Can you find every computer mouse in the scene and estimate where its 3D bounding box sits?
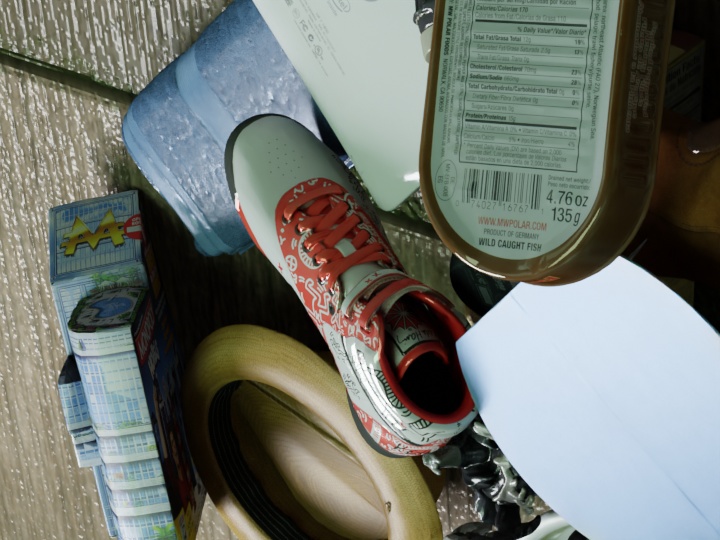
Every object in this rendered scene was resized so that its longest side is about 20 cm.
[{"bbox_3d":[0.127,0.018,1.319,0.200,0.034,0.059,18,147,35],"label":"computer mouse"}]

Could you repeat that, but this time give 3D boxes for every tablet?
[{"bbox_3d":[-0.004,-0.141,1.366,0.130,0.014,0.200,-40,79,46],"label":"tablet"}]

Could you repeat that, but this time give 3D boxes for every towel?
[{"bbox_3d":[-0.055,-0.089,1.498,0.112,0.049,0.200,54,140,0],"label":"towel"}]

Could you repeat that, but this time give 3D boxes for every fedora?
[{"bbox_3d":[-0.014,0.106,1.570,0.200,0.082,0.201,24,131,31],"label":"fedora"}]

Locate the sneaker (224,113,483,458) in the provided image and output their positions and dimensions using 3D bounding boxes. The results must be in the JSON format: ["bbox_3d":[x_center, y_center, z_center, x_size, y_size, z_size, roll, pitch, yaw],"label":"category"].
[{"bbox_3d":[0.001,0.000,1.384,0.202,0.067,0.108,64,163,2],"label":"sneaker"}]

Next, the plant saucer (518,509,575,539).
[{"bbox_3d":[0.170,0.208,1.493,0.200,0.050,0.201,24,131,30],"label":"plant saucer"}]

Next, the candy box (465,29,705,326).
[{"bbox_3d":[0.112,-0.038,1.369,0.115,0.055,0.200,22,131,33],"label":"candy box"}]

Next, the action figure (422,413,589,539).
[{"bbox_3d":[0.089,0.113,1.414,0.200,0.102,0.119,25,113,45],"label":"action figure"}]

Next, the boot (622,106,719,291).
[{"bbox_3d":[0.159,-0.070,1.222,0.200,0.068,0.189,25,136,51],"label":"boot"}]

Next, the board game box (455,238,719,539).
[{"bbox_3d":[0.135,0.060,1.278,0.158,0.039,0.200,49,148,4],"label":"board game box"}]

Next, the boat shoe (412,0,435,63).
[{"bbox_3d":[0.110,-0.159,1.256,0.200,0.073,0.063,-22,71,26],"label":"boat shoe"}]

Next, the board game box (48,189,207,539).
[{"bbox_3d":[-0.145,0.062,1.612,0.062,0.200,0.200,-12,101,3],"label":"board game box"}]

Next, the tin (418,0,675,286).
[{"bbox_3d":[0.084,-0.093,1.206,0.112,0.042,0.201,6,92,32],"label":"tin"}]
